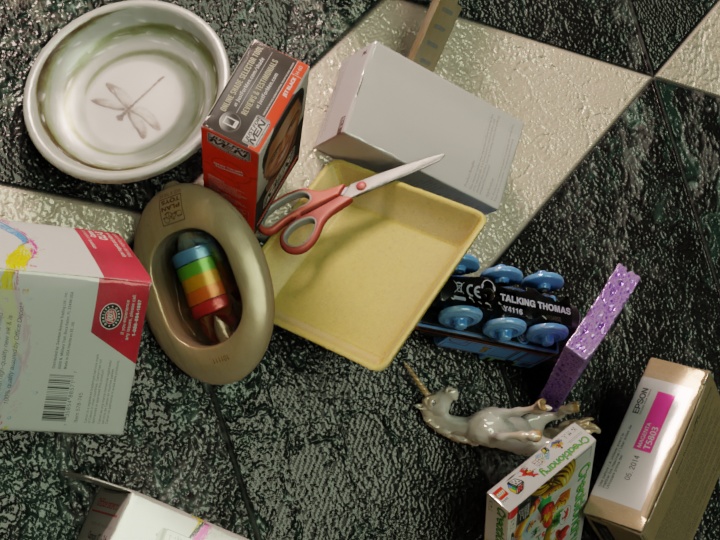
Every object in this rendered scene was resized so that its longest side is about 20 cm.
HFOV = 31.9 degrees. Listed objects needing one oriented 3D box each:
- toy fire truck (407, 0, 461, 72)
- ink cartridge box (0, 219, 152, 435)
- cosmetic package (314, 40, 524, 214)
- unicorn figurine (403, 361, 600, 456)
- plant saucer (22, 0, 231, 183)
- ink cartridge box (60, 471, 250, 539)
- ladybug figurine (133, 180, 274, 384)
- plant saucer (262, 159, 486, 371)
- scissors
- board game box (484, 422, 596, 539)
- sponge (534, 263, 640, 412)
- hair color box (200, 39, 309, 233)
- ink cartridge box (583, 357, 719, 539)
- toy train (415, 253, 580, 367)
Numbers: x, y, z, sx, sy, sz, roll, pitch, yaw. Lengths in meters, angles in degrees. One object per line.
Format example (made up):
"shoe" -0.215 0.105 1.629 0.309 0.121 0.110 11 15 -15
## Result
"toy fire truck" 0.047 -0.326 1.336 0.175 0.129 0.201 5 61 -26
"ink cartridge box" -0.302 0.043 1.079 0.199 0.145 0.146 7 107 -26
"cosmetic package" 0.064 -0.145 1.346 0.199 0.081 0.113 26 72 -20
"unicorn figurine" 0.153 0.162 1.333 0.200 0.137 0.074 34 58 -34
"plant saucer" -0.217 -0.162 1.196 0.199 0.050 0.201 -3 66 6
"ink cartridge box" -0.185 0.250 1.148 0.199 0.116 0.068 28 72 -19
"ladybug figurine" -0.145 0.009 1.208 0.072 0.135 0.201 -10 84 -71
"plant saucer" 0.000 0.000 1.261 0.200 0.199 0.049 -54 147 -22
"scissors" -0.013 -0.085 1.286 0.200 0.014 0.073 -34 55 -8
"board game box" 0.181 0.260 1.302 0.126 0.035 0.201 -34 143 -26
"sponge" 0.238 0.078 1.341 0.030 0.200 0.112 32 70 10
"hair color box" -0.101 -0.120 1.190 0.061 0.200 0.102 27 71 4
"ink cartridge box" 0.333 0.223 1.389 0.200 0.075 0.165 -60 142 -21
"toy train" 0.132 0.045 1.332 0.199 0.114 0.087 11 62 -24
